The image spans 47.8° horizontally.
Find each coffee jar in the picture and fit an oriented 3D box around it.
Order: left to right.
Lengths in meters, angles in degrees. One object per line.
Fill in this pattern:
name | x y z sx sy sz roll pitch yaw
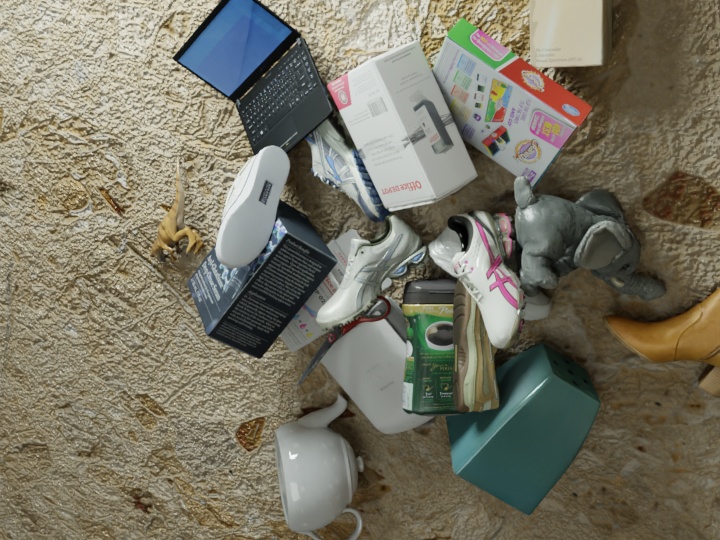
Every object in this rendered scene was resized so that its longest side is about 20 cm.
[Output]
coffee jar | 0.113 0.112 1.209 0.104 0.085 0.201 1 88 -9

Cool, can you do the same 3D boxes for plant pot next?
plant pot | 0.246 0.219 1.192 0.141 0.141 0.200 32 112 -14

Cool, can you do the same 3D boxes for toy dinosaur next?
toy dinosaur | -0.314 -0.077 1.379 0.106 0.060 0.200 35 121 9

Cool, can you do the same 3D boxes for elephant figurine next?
elephant figurine | 0.309 -0.039 1.086 0.199 0.155 0.142 -5 69 6

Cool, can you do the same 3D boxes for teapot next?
teapot | -0.065 0.351 1.401 0.145 0.198 0.200 -6 139 -11

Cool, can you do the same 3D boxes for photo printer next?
photo printer | 0.048 0.163 1.311 0.166 0.069 0.200 -38 93 31

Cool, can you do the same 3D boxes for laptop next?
laptop | -0.159 -0.271 1.182 0.177 0.103 0.201 -33 72 39

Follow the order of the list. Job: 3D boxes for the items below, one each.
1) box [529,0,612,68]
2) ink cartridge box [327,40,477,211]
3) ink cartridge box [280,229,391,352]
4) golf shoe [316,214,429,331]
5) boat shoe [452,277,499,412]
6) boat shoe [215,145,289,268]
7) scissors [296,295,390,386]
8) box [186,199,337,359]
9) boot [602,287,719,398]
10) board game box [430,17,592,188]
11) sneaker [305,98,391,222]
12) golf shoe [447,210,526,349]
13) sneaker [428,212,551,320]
box | 0.256 -0.354 0.988 0.095 0.078 0.201 3 113 24
ink cartridge box | 0.056 -0.191 1.111 0.146 0.085 0.201 -2 114 64
ink cartridge box | -0.062 0.034 1.306 0.200 0.068 0.115 -33 96 31
golf shoe | 0.000 0.000 1.189 0.200 0.078 0.097 -41 111 -7
boat shoe | 0.171 0.098 1.143 0.076 0.072 0.201 0 99 -5
boat shoe | -0.165 -0.090 1.170 0.072 0.201 0.066 30 153 -33
scissors | -0.040 0.089 1.246 0.200 0.014 0.073 -39 86 3
box | -0.154 0.004 1.240 0.107 0.149 0.200 31 104 -37
boot | 0.448 0.069 1.098 0.201 0.071 0.144 30 115 6
board game box | 0.181 -0.213 1.063 0.200 0.040 0.153 37 154 6
sneaker | -0.024 -0.154 1.213 0.085 0.077 0.200 -32 87 36
golf shoe | 0.162 0.012 1.073 0.092 0.201 0.073 3 148 -13
sneaker | 0.198 -0.008 1.168 0.200 0.078 0.100 35 118 6
